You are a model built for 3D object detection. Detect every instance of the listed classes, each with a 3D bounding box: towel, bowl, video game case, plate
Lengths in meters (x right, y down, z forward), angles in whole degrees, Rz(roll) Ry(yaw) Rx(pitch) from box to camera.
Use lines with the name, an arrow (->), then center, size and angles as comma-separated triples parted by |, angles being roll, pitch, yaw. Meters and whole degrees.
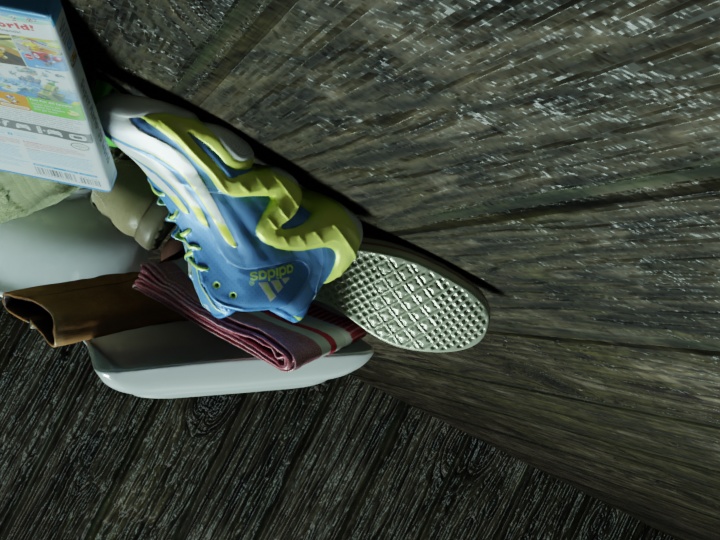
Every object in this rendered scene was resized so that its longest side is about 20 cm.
towel -> -0.251, -0.075, 1.090 | 0.200, 0.148, 0.037 | 124, 121, -80
bowl -> -0.274, -0.063, 1.255 | 0.201, 0.090, 0.201 | 15, -147, -10
video game case -> -0.225, -0.110, 0.825 | 0.143, 0.018, 0.200 | 12, 157, 5
plate -> -0.109, 0.063, 1.090 | 0.199, 0.032, 0.200 | -4, -171, -15
towel -> -0.054, 0.013, 1.067 | 0.144, 0.023, 0.200 | 27, -156, 22

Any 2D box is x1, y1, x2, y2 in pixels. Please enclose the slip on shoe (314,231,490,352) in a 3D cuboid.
slip on shoe -> 0.000, 0.000, 1.023 | 0.200, 0.074, 0.061 | 19, -153, 10

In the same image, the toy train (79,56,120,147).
toy train -> -0.198, -0.124, 0.882 | 0.056, 0.042, 0.200 | 12, 168, 22

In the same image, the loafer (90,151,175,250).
loafer -> -0.164, -0.061, 1.100 | 0.067, 0.076, 0.200 | 39, 176, -6

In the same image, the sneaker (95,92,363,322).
sneaker -> -0.093, -0.030, 0.912 | 0.200, 0.105, 0.076 | 29, 173, -24

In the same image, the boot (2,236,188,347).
boot -> -0.189, 0.018, 1.160 | 0.200, 0.069, 0.188 | -12, -156, -27
